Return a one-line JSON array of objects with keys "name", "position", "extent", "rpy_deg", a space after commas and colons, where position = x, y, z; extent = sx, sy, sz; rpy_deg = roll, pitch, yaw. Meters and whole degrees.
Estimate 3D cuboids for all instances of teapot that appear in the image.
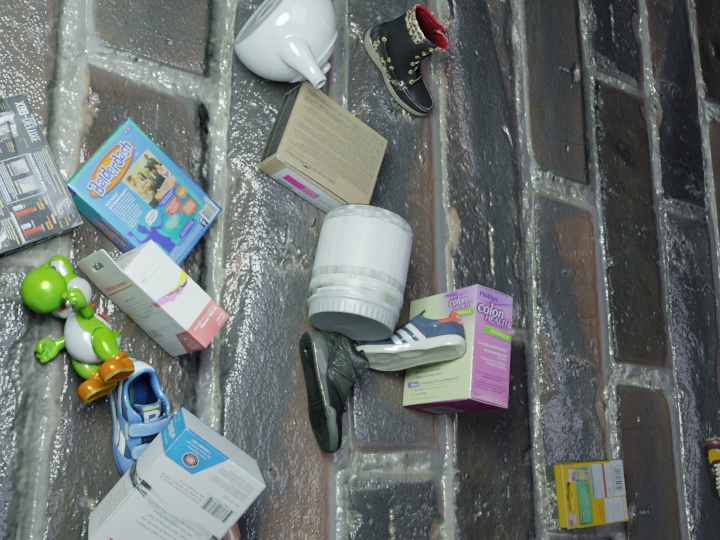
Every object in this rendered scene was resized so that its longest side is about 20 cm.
[{"name": "teapot", "position": [-0.107, -0.389, 1.464], "extent": [0.146, 0.197, 0.201], "rpy_deg": [41, 64, -24]}]

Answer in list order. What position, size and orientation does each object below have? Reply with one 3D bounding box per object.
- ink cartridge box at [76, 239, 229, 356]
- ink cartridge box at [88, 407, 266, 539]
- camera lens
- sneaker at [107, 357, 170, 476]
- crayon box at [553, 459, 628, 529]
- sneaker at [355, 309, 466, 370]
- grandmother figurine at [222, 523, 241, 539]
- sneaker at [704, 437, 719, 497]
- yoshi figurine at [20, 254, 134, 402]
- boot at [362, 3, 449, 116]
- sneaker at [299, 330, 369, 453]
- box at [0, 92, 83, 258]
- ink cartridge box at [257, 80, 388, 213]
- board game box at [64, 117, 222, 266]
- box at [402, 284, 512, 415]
[{"name": "ink cartridge box", "position": [-0.299, 0.029, 1.248], "extent": [0.200, 0.116, 0.068], "rpy_deg": [47, 56, -20]}, {"name": "ink cartridge box", "position": [-0.250, 0.314, 1.182], "extent": [0.146, 0.084, 0.200], "rpy_deg": [42, 89, -22]}, {"name": "camera lens", "position": [0.000, 0.000, 1.462], "extent": [0.159, 0.159, 0.202], "rpy_deg": [24, 65, -31]}, {"name": "sneaker", "position": [-0.305, 0.221, 1.219], "extent": [0.074, 0.082, 0.202], "rpy_deg": [-15, 91, -40]}, {"name": "crayon box", "position": [0.464, 0.457, 1.785], "extent": [0.199, 0.051, 0.127], "rpy_deg": [6, 75, -38]}, {"name": "sneaker", "position": [0.084, 0.115, 1.500], "extent": [0.075, 0.198, 0.085], "rpy_deg": [62, 25, -52]}, {"name": "grandmother figurine", "position": [-0.224, 0.320, 1.273], "extent": [0.121, 0.060, 0.202], "rpy_deg": [-22, 94, -39]}, {"name": "sneaker", "position": [0.883, 0.495, 2.091], "extent": [0.201, 0.075, 0.090], "rpy_deg": [55, 48, -13]}, {"name": "yoshi figurine", "position": [-0.393, 0.072, 1.168], "extent": [0.112, 0.112, 0.201], "rpy_deg": [-28, 79, -17]}, {"name": "boot", "position": [0.108, -0.399, 1.653], "extent": [0.073, 0.150, 0.201], "rpy_deg": [-44, 106, -36]}, {"name": "sneaker", "position": [-0.032, 0.197, 1.440], "extent": [0.113, 0.076, 0.201], "rpy_deg": [-1, 74, -29]}, {"name": "box", "position": [-0.492, -0.125, 1.178], "extent": [0.157, 0.050, 0.201], "rpy_deg": [-28, 97, -39]}, {"name": "ink cartridge box", "position": [-0.062, -0.203, 1.519], "extent": [0.199, 0.075, 0.166], "rpy_deg": [33, 62, -29]}, {"name": "board game box", "position": [-0.325, -0.104, 1.306], "extent": [0.200, 0.045, 0.153], "rpy_deg": [46, 56, -20]}, {"name": "box", "position": [0.173, 0.146, 1.552], "extent": [0.096, 0.175, 0.202], "rpy_deg": [18, 68, -34]}]
